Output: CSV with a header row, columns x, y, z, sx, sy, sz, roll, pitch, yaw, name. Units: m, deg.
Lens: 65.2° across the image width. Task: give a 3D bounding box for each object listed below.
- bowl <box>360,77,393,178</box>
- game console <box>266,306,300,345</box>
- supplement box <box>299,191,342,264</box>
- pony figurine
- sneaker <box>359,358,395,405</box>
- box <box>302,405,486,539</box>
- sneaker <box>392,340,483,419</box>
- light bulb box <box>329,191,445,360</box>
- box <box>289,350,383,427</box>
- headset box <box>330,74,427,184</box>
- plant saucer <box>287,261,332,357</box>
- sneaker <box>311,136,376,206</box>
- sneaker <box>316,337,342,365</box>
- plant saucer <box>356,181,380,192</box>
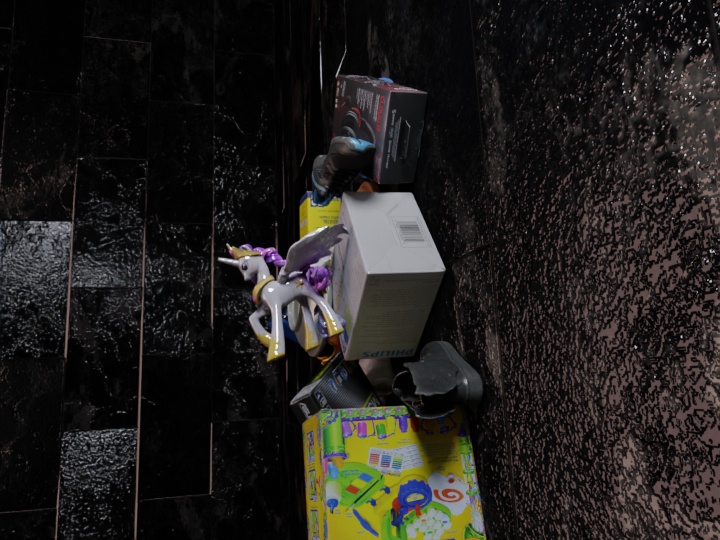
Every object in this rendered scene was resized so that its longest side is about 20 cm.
x,y,z,sx,sy,sz,roll,pitch,yaw,name
0.027,-0.277,1.112,0.201,0.039,0.201,180,90,-75,bowl
-0.093,0.118,1.249,0.119,0.200,0.171,-65,14,-22,game console
-0.070,-0.062,1.217,0.110,0.109,0.201,166,103,-75,supplement box
-0.102,0.023,0.879,0.200,0.193,0.167,65,161,14,pony figurine
0.021,0.203,1.084,0.200,0.078,0.100,125,152,-55,sneaker
0.037,0.281,0.729,0.122,0.200,0.193,127,142,-62,box
0.087,0.139,0.739,0.200,0.104,0.060,-145,57,-72,sneaker
0.030,0.008,0.921,0.198,0.125,0.200,-105,20,-44,light bulb box
-0.014,0.244,0.897,0.193,0.047,0.200,59,-160,-2,box
0.030,-0.240,0.951,0.200,0.075,0.149,41,131,50,headset box
-0.103,0.061,1.059,0.200,0.050,0.201,-176,90,-71,plant saucer
-0.030,-0.158,0.914,0.200,0.073,0.082,161,120,-71,sneaker
-0.053,0.165,1.099,0.200,0.077,0.073,96,156,-46,sneaker
0.008,-0.089,1.197,0.200,0.032,0.201,-179,90,-76,plant saucer
